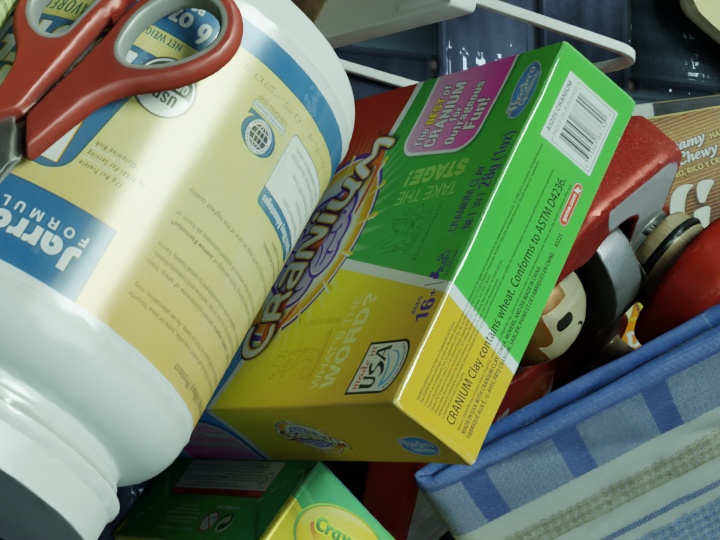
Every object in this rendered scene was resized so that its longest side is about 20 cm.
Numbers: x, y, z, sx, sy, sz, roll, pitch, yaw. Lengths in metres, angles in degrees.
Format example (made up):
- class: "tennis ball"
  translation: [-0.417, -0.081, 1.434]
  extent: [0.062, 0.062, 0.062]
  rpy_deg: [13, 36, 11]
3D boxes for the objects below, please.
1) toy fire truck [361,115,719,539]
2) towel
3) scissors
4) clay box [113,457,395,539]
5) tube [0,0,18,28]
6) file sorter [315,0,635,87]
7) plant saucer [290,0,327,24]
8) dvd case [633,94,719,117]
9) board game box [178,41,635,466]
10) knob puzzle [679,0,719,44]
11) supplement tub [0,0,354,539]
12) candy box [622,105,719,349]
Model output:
- class: "toy fire truck"
  translation: [0.069, 0.032, 0.786]
  extent: [0.112, 0.200, 0.168]
  rpy_deg: [40, 62, 18]
- class: "towel"
  translation: [0.117, 0.098, 0.793]
  extent: [0.147, 0.024, 0.200]
  rpy_deg: [-29, 140, 5]
- class: "scissors"
  translation: [-0.122, -0.043, 0.619]
  extent: [0.200, 0.014, 0.073]
  rpy_deg: [-43, 70, -15]
- class: "clay box"
  translation: [0.003, 0.157, 0.767]
  extent: [0.200, 0.115, 0.048]
  rpy_deg: [48, 62, -23]
- class: "tube"
  translation: [-0.128, -0.117, 0.649]
  extent: [0.200, 0.058, 0.052]
  rpy_deg: [-56, 141, -16]
- class: "file sorter"
  translation: [0.047, -0.183, 0.817]
  extent: [0.124, 0.139, 0.200]
  rpy_deg: [13, 78, -37]
- class: "plant saucer"
  translation: [-0.029, -0.182, 0.732]
  extent: [0.037, 0.200, 0.201]
  rpy_deg: [11, 79, -19]
- class: "dvd case"
  translation: [0.230, -0.017, 0.920]
  extent: [0.016, 0.200, 0.149]
  rpy_deg: [1, 83, -80]
- class: "board game box"
  translation: [0.000, 0.000, 0.727]
  extent: [0.040, 0.200, 0.153]
  rpy_deg: [37, 66, -26]
- class: "knob puzzle"
  translation: [0.227, -0.182, 1.006]
  extent: [0.219, 0.030, 0.220]
  rpy_deg: [3, 84, -35]
- class: "supplement tub"
  translation: [-0.104, -0.012, 0.689]
  extent: [0.145, 0.145, 0.200]
  rpy_deg: [39, 65, -26]
- class: "candy box"
  translation: [0.204, -0.025, 0.887]
  extent: [0.055, 0.200, 0.116]
  rpy_deg: [-13, 94, -79]
